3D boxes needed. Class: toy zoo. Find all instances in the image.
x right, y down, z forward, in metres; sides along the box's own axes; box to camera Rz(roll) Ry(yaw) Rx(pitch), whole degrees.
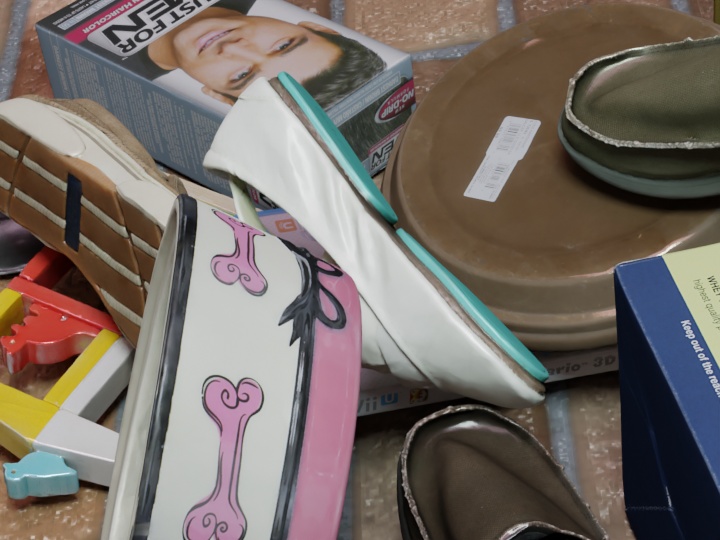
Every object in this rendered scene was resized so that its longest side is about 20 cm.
[{"bbox_3d":[-0.108,0.032,0.898,0.131,0.021,0.200,21,47,18],"label":"toy zoo"}]

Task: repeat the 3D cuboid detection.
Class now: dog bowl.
[{"bbox_3d":[-0.053,0.076,0.725,0.073,0.201,0.201,10,38,-9],"label":"dog bowl"}]

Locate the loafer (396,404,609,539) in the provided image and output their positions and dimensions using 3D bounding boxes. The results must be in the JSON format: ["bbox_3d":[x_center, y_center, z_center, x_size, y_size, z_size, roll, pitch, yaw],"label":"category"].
[{"bbox_3d":[0.067,0.110,0.708,0.073,0.072,0.200,-19,41,-12],"label":"loafer"}]

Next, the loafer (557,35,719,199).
[{"bbox_3d":[0.166,-0.077,0.776,0.199,0.070,0.075,0,50,34],"label":"loafer"}]

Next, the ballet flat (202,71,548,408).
[{"bbox_3d":[0.000,0.000,0.809,0.069,0.070,0.200,-28,60,-22],"label":"ballet flat"}]

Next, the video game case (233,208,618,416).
[{"bbox_3d":[0.052,0.005,0.897,0.199,0.018,0.143,-9,39,-13],"label":"video game case"}]

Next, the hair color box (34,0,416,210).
[{"bbox_3d":[-0.073,-0.102,1.040,0.199,0.061,0.099,28,51,36],"label":"hair color box"}]

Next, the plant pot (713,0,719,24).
[{"bbox_3d":[0.279,-0.156,0.898,0.194,0.201,0.194,-14,27,-6],"label":"plant pot"}]

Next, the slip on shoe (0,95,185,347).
[{"bbox_3d":[-0.099,-0.019,0.881,0.060,0.076,0.200,-20,42,-41],"label":"slip on shoe"}]

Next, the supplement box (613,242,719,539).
[{"bbox_3d":[0.216,0.086,0.694,0.198,0.135,0.200,-12,40,-4],"label":"supplement box"}]

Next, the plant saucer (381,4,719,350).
[{"bbox_3d":[0.101,-0.051,0.869,0.199,0.030,0.201,-12,49,13],"label":"plant saucer"}]

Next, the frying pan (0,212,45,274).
[{"bbox_3d":[-0.168,-0.019,0.986,0.114,0.031,0.190,-19,37,-12],"label":"frying pan"}]
